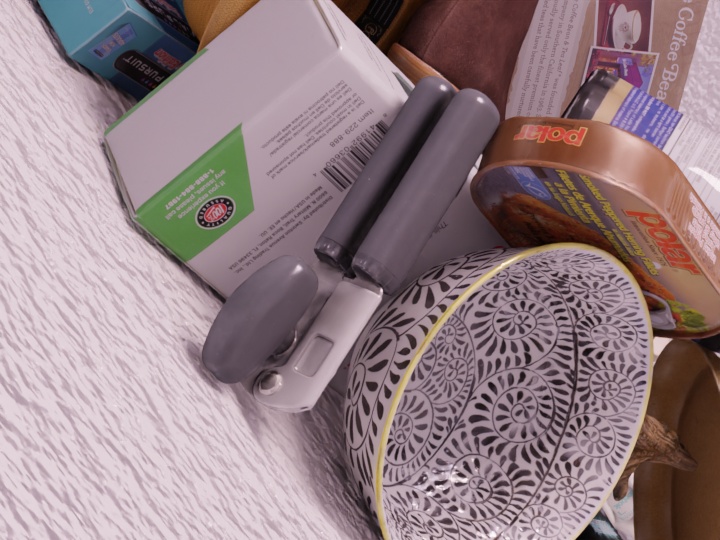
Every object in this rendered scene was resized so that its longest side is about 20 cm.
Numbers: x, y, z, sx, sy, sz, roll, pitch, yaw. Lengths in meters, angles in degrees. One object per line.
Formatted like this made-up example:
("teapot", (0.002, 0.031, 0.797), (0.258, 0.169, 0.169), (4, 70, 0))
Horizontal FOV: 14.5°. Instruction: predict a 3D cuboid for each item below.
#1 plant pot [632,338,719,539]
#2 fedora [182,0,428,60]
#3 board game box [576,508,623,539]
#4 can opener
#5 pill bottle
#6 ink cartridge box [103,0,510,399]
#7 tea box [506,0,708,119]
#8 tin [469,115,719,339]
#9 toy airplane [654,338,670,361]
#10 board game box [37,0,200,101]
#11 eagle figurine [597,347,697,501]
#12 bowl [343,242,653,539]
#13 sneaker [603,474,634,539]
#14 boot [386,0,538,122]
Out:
("plant pot", (0.203, 0.139, 1.683), (0.200, 0.027, 0.200), (180, -90, -79))
("fedora", (-0.038, -0.164, 1.585), (0.082, 0.201, 0.201), (43, 7, 26))
("board game box", (0.145, 0.200, 1.740), (0.135, 0.028, 0.200), (57, 14, 19))
("can opener", (-0.001, -0.015, 1.433), (0.053, 0.200, 0.066), (24, -18, 38))
("pill bottle", (0.194, -0.022, 1.631), (0.200, 0.112, 0.112), (31, 12, 4))
("ink cartridge box", (-0.019, -0.041, 1.539), (0.200, 0.146, 0.084), (43, 13, -40))
("tea box", (0.130, -0.164, 1.849), (0.133, 0.200, 0.197), (5, 29, -13))
("tin", (0.134, -0.022, 1.505), (0.112, 0.042, 0.200), (10, -22, 32))
("toy airplane", (0.107, -0.020, 1.943), (0.199, 0.141, 0.200), (5, 48, -46))
("board game box", (-0.159, -0.188, 1.657), (0.200, 0.047, 0.151), (59, 13, 26))
("eagle figurine", (0.121, 0.054, 1.691), (0.151, 0.152, 0.200), (-8, 31, -29))
("bowl", (0.055, 0.065, 1.514), (0.094, 0.201, 0.201), (26, -9, 43))
("sneaker", (0.164, 0.124, 1.927), (0.200, 0.070, 0.080), (39, 22, -48))
("boot", (0.083, -0.134, 1.658), (0.072, 0.167, 0.200), (36, 10, 16))
